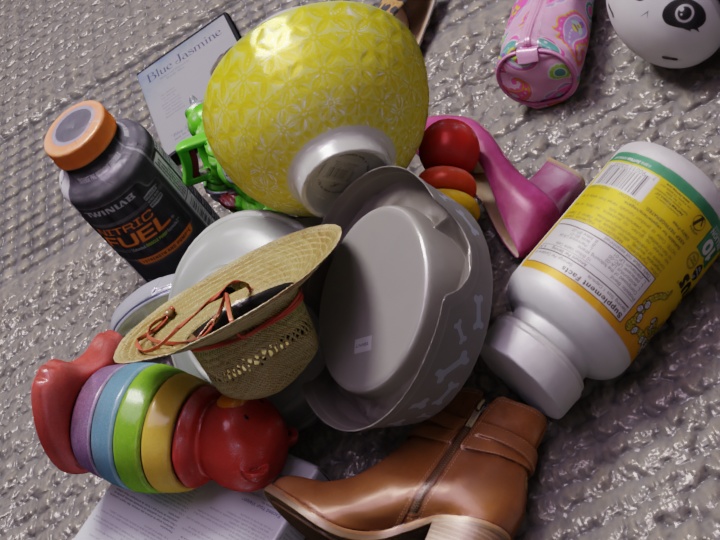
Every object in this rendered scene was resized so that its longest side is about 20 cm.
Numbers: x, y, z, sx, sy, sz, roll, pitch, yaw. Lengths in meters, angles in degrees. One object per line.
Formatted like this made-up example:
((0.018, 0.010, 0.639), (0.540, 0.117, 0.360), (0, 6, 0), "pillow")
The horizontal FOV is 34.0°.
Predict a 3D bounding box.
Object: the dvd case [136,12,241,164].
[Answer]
((-0.192, -0.223, 1.417), (0.142, 0.018, 0.201), (-34, 43, 6), "dvd case")

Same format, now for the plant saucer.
((-0.099, 0.049, 1.020), (0.198, 0.050, 0.203), (2, 93, 29), "plant saucer")

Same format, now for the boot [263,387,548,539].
((0.037, 0.153, 0.904), (0.198, 0.074, 0.156), (16, 62, 25), "boot")

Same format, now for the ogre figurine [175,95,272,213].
((-0.126, -0.097, 1.185), (0.097, 0.121, 0.201), (-16, 44, 6), "ogre figurine")

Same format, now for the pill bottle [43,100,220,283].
((-0.230, -0.078, 1.185), (0.105, 0.200, 0.107), (-18, 46, 20), "pill bottle")

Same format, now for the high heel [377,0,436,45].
((0.051, -0.236, 1.222), (0.142, 0.071, 0.200), (-43, 34, 4), "high heel")

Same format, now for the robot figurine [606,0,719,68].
((0.307, -0.273, 1.045), (0.200, 0.125, 0.150), (-46, 31, -9), "robot figurine")

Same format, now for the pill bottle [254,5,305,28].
((-0.039, -0.148, 1.150), (0.103, 0.104, 0.202), (-25, 71, 13), "pill bottle")

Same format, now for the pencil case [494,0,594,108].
((0.185, -0.255, 1.143), (0.086, 0.088, 0.202), (-4, 53, 31), "pencil case")

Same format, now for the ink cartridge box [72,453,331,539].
((-0.146, 0.226, 0.987), (0.195, 0.043, 0.201), (16, 65, 40), "ink cartridge box")

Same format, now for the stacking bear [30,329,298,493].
((-0.151, 0.129, 0.967), (0.198, 0.115, 0.121), (7, 19, 24), "stacking bear")

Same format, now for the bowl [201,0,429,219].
((-0.025, -0.108, 0.974), (0.199, 0.200, 0.108), (-29, 51, 10), "bowl")

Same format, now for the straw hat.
((-0.083, 0.051, 0.914), (0.199, 0.086, 0.201), (-26, 14, 7), "straw hat")

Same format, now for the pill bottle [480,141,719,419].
((0.183, 0.010, 0.897), (0.200, 0.113, 0.112), (-48, 44, -12), "pill bottle")

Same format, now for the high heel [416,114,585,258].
((0.099, -0.076, 1.062), (0.199, 0.068, 0.096), (29, 62, 31), "high heel")

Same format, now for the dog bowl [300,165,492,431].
((0.024, 0.026, 0.901), (0.199, 0.058, 0.203), (-28, 56, 50), "dog bowl")

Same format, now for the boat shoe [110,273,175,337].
((-0.153, 0.039, 1.130), (0.198, 0.072, 0.063), (-21, 46, 14), "boat shoe")

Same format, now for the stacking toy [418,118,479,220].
((0.071, -0.035, 1.003), (0.084, 0.085, 0.203), (-7, 64, 29), "stacking toy")

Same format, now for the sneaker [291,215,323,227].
((0.000, 0.000, 1.064), (0.197, 0.070, 0.110), (-10, 65, 7), "sneaker")
